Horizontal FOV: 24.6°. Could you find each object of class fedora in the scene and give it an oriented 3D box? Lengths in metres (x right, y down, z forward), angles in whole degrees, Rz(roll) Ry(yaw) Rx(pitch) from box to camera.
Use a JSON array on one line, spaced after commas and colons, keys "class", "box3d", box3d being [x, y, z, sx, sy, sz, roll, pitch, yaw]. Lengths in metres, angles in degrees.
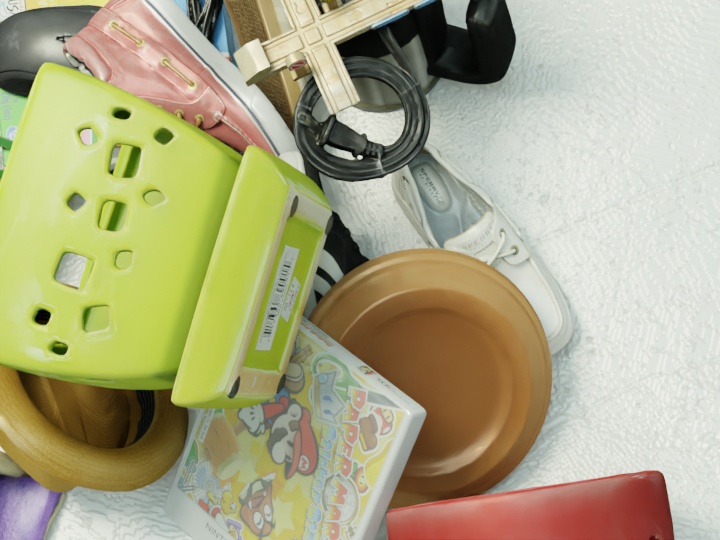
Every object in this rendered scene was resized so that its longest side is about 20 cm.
[{"class": "fedora", "box3d": [-0.226, 0.100, 1.261, 0.201, 0.200, 0.082, 49, 124, 15]}]

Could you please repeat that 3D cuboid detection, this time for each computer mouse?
[{"class": "computer mouse", "box3d": [-0.207, -0.205, 1.331, 0.198, 0.046, 0.142, 9, 79, 10]}]

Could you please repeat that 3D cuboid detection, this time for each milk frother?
[{"class": "milk frother", "box3d": [0.005, -0.157, 1.260, 0.180, 0.188, 0.201, 35, 83, 15]}]

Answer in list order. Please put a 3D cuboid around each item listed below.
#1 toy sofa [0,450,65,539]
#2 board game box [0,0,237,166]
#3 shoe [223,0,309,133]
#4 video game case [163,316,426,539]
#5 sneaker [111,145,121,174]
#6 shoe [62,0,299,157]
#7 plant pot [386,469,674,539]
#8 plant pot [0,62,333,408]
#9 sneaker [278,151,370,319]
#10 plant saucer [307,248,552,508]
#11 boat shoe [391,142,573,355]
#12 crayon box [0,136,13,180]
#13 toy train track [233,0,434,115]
[{"class": "toy sofa", "box3d": [-0.302, 0.237, 1.259, 0.097, 0.083, 0.202, 11, 78, 12]}, {"class": "board game box", "box3d": [-0.202, -0.170, 1.367, 0.198, 0.040, 0.155, -11, 75, 5]}, {"class": "shoe", "box3d": [-0.063, -0.162, 1.325, 0.070, 0.053, 0.202, -8, 95, 50]}, {"class": "video game case", "box3d": [-0.054, 0.141, 1.203, 0.182, 0.023, 0.202, 35, 112, 34]}, {"class": "sneaker", "box3d": [-0.123, -0.047, 1.309, 0.198, 0.078, 0.078, 22, 85, 12]}, {"class": "shoe", "box3d": [-0.137, -0.127, 1.271, 0.091, 0.071, 0.200, -42, 86, -12]}, {"class": "plant pot", "box3d": [0.127, 0.240, 1.145, 0.198, 0.200, 0.184, -10, 84, 5]}, {"class": "plant pot", "box3d": [-0.133, -0.008, 1.122, 0.180, 0.199, 0.202, 17, 88, 12]}, {"class": "sneaker", "box3d": [0.000, 0.000, 1.258, 0.111, 0.073, 0.202, -11, 106, -11]}, {"class": "plant saucer", "box3d": [0.048, 0.086, 1.223, 0.198, 0.037, 0.202, -2, 103, -7]}, {"class": "boat shoe", "box3d": [0.088, -0.018, 1.274, 0.071, 0.069, 0.200, -39, 75, -5]}, {"class": "crayon box", "box3d": [-0.321, -0.013, 1.317, 0.126, 0.051, 0.202, 18, 92, 12]}, {"class": "toy train track", "box3d": [0.004, -0.185, 1.152, 0.199, 0.033, 0.116, -25, 75, 1]}]
